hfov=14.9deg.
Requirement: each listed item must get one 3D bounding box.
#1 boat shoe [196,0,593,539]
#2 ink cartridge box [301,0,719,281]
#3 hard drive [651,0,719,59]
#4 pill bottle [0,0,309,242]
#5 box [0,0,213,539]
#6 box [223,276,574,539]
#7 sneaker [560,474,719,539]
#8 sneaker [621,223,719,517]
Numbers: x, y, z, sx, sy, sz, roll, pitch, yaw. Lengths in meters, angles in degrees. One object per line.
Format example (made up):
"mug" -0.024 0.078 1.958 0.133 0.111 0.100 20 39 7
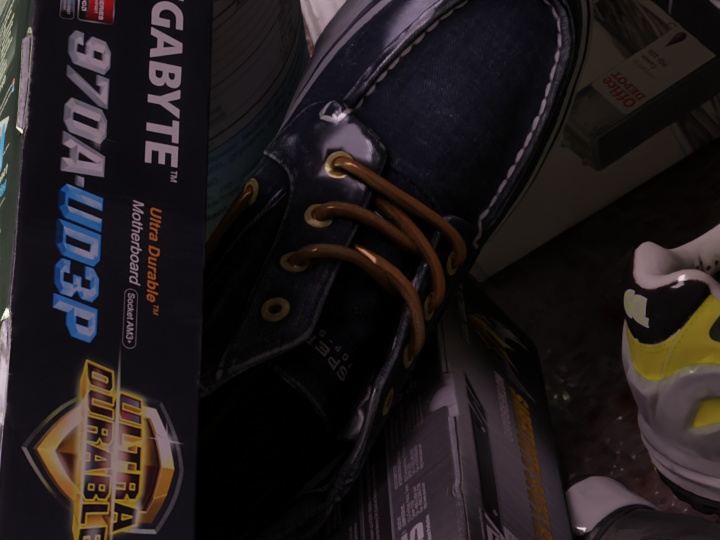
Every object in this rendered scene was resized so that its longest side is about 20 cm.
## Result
"boat shoe" 0.000 0.000 0.702 0.201 0.071 0.091 -53 17 3
"ink cartridge box" 0.082 -0.112 0.850 0.199 0.085 0.146 -30 44 12
"hard drive" 0.165 -0.059 0.586 0.200 0.038 0.140 42 74 15
"pill bottle" -0.072 -0.084 0.731 0.108 0.200 0.109 -3 54 4
"box" -0.085 0.038 0.666 0.200 0.046 0.160 125 151 -55
"box" -0.018 0.095 0.718 0.158 0.048 0.200 -43 17 14
"sneaker" 0.054 0.143 0.679 0.090 0.066 0.201 5 59 43
"sneaker" 0.156 -0.014 0.708 0.200 0.077 0.075 -35 40 -9
